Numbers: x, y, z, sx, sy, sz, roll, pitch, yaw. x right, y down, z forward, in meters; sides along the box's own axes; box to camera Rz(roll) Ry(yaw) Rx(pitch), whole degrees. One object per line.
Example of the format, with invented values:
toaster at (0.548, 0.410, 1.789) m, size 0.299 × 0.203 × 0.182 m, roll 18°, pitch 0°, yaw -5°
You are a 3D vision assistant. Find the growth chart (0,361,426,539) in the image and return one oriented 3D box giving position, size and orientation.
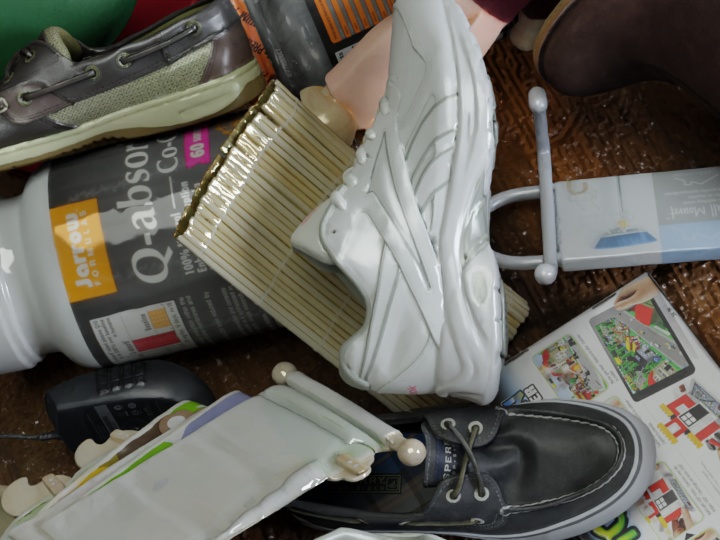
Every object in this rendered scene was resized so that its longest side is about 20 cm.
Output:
growth chart at (-0.086, 0.103, 0.964) m, size 0.200 × 0.018 × 0.145 m, roll -28°, pitch 31°, yaw -18°

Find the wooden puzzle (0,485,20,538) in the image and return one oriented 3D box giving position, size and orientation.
wooden puzzle at (-0.177, 0.199, 0.979) m, size 0.185 × 0.046 × 0.201 m, roll 0°, pitch 64°, yaw 36°

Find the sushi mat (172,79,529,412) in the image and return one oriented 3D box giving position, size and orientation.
sushi mat at (0.000, 0.000, 1.009) m, size 0.012 × 0.200 × 0.096 m, roll 7°, pitch 62°, yaw 56°

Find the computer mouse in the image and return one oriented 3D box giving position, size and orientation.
computer mouse at (-0.170, 0.080, 1.070) m, size 0.199 × 0.059 × 0.034 m, roll -8°, pitch 45°, yaw 12°

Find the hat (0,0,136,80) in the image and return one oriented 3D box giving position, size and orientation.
hat at (-0.126, -0.142, 1.091) m, size 0.175 × 0.201 × 0.166 m, roll 11°, pitch 37°, yaw 10°

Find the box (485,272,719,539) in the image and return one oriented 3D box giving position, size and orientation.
box at (0.154, 0.108, 0.997) m, size 0.110 × 0.035 × 0.200 m, roll -31°, pitch 63°, yaw -5°

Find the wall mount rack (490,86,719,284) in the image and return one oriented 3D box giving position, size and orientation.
wall mount rack at (0.149, -0.032, 1.021) m, size 0.199 × 0.075 × 0.174 m, roll -5°, pitch 40°, yaw 6°

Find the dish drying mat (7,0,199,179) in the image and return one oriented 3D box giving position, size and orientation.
dish drying mat at (-0.137, -0.136, 1.184) m, size 0.077 × 0.018 × 0.201 m, roll 14°, pitch 69°, yaw 22°

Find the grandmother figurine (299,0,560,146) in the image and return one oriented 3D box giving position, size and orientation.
grandmother figurine at (0.062, -0.140, 1.027) m, size 0.200 × 0.121 × 0.061 m, roll -46°, pitch 63°, yaw 20°

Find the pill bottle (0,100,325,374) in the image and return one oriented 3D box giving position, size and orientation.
pill bottle at (-0.109, -0.013, 1.063) m, size 0.199 × 0.116 × 0.117 m, roll -14°, pitch 63°, yaw 4°

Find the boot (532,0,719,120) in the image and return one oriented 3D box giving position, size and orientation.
boot at (0.182, -0.092, 0.978) m, size 0.199 × 0.072 × 0.167 m, roll -24°, pitch 51°, yaw 21°

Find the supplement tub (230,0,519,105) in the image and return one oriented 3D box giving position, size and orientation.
supplement tub at (0.015, -0.166, 1.109) m, size 0.199 × 0.123 × 0.123 m, roll -23°, pitch 62°, yaw -1°

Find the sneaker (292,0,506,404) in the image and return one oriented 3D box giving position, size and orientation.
sneaker at (0.016, -0.037, 0.954) m, size 0.099 × 0.078 × 0.201 m, roll -3°, pitch 80°, yaw 2°

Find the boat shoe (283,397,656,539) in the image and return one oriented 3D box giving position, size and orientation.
boat shoe at (0.041, 0.094, 0.982) m, size 0.199 × 0.066 × 0.070 m, roll -3°, pitch 77°, yaw 26°

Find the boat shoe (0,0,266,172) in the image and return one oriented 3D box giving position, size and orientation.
boat shoe at (-0.151, -0.095, 1.046) m, size 0.199 × 0.073 × 0.065 m, roll -15°, pitch 104°, yaw 1°

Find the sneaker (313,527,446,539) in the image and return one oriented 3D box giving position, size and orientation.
sneaker at (-0.032, 0.161, 0.972) m, size 0.199 × 0.099 × 0.078 m, roll -17°, pitch 62°, yaw 3°
